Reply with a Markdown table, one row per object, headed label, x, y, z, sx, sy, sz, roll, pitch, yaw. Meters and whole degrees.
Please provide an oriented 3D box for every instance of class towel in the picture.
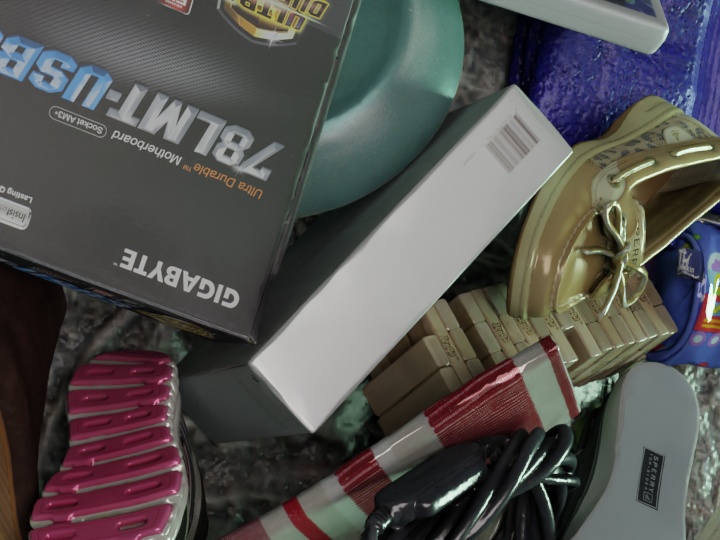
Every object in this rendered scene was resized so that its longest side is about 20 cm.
| label | x | y | z | sx | sy | sz | roll | pitch | yaw |
| --- | --- | --- | --- | --- | --- | --- | --- | --- | --- |
| towel | 0.017 | 0.102 | 1.139 | 0.200 | 0.144 | 0.023 | -33 | 73 | 0 |
| towel | 0.182 | -0.112 | 1.308 | 0.199 | 0.050 | 0.148 | 12 | 81 | -23 |

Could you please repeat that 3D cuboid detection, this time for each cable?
| label | x | y | z | sx | sy | sz | roll | pitch | yaw |
| --- | --- | --- | --- | --- | --- | --- | --- | --- | --- |
| cable | 0.052 | 0.157 | 1.123 | 0.200 | 0.051 | 0.164 | -29 | 130 | -50 |

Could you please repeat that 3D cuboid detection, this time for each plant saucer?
| label | x | y | z | sx | sy | sz | roll | pitch | yaw |
| --- | --- | --- | --- | --- | --- | --- | --- | --- | --- |
| plant saucer | -0.047 | -0.124 | 1.164 | 0.199 | 0.036 | 0.201 | 0 | 67 | 1 |

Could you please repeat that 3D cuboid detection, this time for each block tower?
| label | x | y | z | sx | sy | sz | roll | pitch | yaw |
| --- | --- | --- | --- | --- | --- | --- | --- | --- | --- |
| block tower | 0.086 | 0.037 | 1.206 | 0.200 | 0.058 | 0.054 | -13 | 70 | -48 |

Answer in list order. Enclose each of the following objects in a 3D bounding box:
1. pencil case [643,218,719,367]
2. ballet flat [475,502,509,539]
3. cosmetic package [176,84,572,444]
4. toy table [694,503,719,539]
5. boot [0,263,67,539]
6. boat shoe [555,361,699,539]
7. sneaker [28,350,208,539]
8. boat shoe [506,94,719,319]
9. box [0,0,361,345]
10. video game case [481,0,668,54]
| label | x | y | z | sx | sy | sz | roll | pitch | yaw |
| --- | --- | --- | --- | --- | --- | --- | --- | --- | --- |
| pencil case | 0.248 | 0.015 | 1.312 | 0.199 | 0.078 | 0.087 | 4 | 91 | -24 |
| ballet flat | 0.043 | 0.146 | 1.221 | 0.063 | 0.067 | 0.201 | 24 | 76 | -9 |
| cosmetic package | 0.000 | 0.000 | 1.164 | 0.052 | 0.151 | 0.200 | 48 | 71 | -12 |
| toy table | 0.179 | 0.229 | 1.222 | 0.117 | 0.183 | 0.200 | 55 | 48 | -27 |
| boot | -0.168 | 0.081 | 1.119 | 0.200 | 0.072 | 0.167 | 77 | 24 | -44 |
| boat shoe | 0.136 | 0.139 | 1.227 | 0.068 | 0.057 | 0.200 | 30 | 50 | -10 |
| sneaker | -0.109 | 0.121 | 1.103 | 0.073 | 0.200 | 0.088 | -11 | 119 | 4 |
| boat shoe | 0.138 | -0.032 | 1.190 | 0.200 | 0.062 | 0.074 | -44 | 149 | -46 |
| box | -0.111 | -0.090 | 1.057 | 0.199 | 0.050 | 0.199 | 22 | 77 | -26 |
| video game case | 0.057 | -0.202 | 1.215 | 0.199 | 0.023 | 0.183 | 15 | 39 | -22 |
